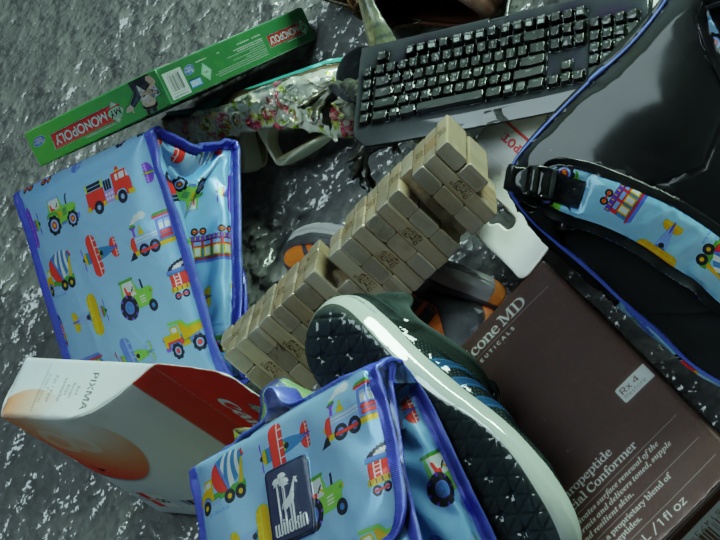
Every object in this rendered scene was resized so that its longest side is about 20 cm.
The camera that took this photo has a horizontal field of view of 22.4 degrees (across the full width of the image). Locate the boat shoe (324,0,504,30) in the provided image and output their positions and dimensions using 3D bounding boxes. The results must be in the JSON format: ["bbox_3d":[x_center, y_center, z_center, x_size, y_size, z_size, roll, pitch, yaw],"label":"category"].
[{"bbox_3d":[0.023,-0.207,1.297,0.199,0.070,0.071,6,67,45],"label":"boat shoe"}]

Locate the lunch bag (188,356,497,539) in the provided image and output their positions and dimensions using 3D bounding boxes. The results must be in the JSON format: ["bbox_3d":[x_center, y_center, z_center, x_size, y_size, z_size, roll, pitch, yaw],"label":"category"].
[{"bbox_3d":[-0.006,0.151,0.947,0.150,0.094,0.201,-34,66,35],"label":"lunch bag"}]

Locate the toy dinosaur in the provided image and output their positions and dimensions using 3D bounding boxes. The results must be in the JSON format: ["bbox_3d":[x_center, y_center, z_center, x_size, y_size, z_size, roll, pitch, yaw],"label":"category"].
[{"bbox_3d":[0.011,-0.111,1.194,0.088,0.047,0.201,-44,48,21],"label":"toy dinosaur"}]

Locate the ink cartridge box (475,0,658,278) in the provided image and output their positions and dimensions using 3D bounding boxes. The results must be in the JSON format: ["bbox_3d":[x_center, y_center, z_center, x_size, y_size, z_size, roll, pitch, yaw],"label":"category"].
[{"bbox_3d":[0.151,-0.084,1.103,0.200,0.067,0.117,-51,41,8],"label":"ink cartridge box"}]

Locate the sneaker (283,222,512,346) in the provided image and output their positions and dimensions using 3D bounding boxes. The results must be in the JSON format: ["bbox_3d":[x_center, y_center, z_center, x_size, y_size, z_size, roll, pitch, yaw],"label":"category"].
[{"bbox_3d":[0.005,0.040,1.164,0.199,0.077,0.113,17,78,48],"label":"sneaker"}]

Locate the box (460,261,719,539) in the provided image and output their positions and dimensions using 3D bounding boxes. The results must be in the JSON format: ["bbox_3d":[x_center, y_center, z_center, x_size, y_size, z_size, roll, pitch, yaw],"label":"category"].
[{"bbox_3d":[0.135,0.094,1.005,0.100,0.075,0.200,-46,41,4],"label":"box"}]

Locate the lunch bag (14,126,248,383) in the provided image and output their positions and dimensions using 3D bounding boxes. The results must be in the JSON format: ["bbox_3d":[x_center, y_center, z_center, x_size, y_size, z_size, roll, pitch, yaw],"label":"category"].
[{"bbox_3d":[-0.154,0.020,1.301,0.150,0.094,0.201,-20,74,37],"label":"lunch bag"}]

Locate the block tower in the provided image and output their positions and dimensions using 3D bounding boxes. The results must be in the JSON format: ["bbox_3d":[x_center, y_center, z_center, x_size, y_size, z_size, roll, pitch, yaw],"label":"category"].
[{"bbox_3d":[0.000,0.000,1.095,0.200,0.054,0.058,-44,13,18],"label":"block tower"}]

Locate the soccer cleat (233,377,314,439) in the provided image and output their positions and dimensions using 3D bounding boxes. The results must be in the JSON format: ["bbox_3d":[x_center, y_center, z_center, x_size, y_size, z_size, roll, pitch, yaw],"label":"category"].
[{"bbox_3d":[-0.049,0.135,1.107,0.084,0.065,0.201,45,145,17],"label":"soccer cleat"}]

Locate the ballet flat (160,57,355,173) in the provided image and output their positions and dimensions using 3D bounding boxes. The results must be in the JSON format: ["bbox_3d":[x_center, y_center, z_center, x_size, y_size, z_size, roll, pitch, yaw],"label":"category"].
[{"bbox_3d":[-0.074,-0.106,1.340,0.199,0.075,0.064,-11,93,46],"label":"ballet flat"}]

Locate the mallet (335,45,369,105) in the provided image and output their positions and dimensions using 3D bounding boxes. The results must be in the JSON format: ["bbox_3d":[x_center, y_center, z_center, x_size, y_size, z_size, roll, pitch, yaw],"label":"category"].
[{"bbox_3d":[0.082,-0.125,1.225,0.199,0.066,0.041,1,72,28],"label":"mallet"}]

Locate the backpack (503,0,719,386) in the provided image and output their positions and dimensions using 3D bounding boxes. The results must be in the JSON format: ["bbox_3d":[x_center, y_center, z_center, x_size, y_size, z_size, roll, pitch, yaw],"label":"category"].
[{"bbox_3d":[0.200,-0.041,0.969,0.200,0.135,0.183,43,97,3],"label":"backpack"}]

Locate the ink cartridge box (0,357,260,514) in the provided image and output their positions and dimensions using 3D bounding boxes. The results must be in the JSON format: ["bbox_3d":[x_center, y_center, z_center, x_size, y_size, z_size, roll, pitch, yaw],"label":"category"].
[{"bbox_3d":[-0.109,0.114,1.167,0.199,0.162,0.050,3,63,44],"label":"ink cartridge box"}]

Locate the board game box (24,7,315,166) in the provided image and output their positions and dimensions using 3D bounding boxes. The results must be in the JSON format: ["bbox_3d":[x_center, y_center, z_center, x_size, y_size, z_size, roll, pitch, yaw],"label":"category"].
[{"bbox_3d":[-0.137,-0.137,1.343,0.134,0.200,0.029,-22,98,35],"label":"board game box"}]

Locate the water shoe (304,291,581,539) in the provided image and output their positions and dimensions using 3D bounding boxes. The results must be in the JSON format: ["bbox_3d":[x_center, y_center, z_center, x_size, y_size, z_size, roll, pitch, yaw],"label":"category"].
[{"bbox_3d":[0.058,0.080,0.973,0.200,0.079,0.072,47,126,20],"label":"water shoe"}]

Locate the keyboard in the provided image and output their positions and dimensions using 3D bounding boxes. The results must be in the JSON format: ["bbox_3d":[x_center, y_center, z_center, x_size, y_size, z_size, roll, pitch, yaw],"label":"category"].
[{"bbox_3d":[0.086,-0.146,1.118,0.199,0.021,0.128,-9,58,30],"label":"keyboard"}]
